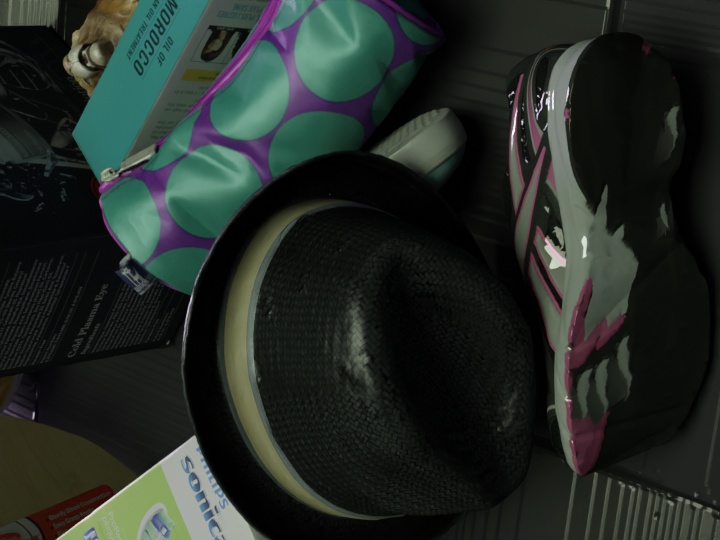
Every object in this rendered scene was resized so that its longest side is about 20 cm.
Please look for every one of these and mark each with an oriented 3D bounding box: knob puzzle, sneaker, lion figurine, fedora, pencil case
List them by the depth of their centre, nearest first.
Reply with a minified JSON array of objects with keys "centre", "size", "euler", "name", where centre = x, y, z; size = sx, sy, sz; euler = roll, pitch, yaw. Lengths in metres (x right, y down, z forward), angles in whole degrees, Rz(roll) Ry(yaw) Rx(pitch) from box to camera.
[{"centre":[0.019,0.046,0.765],"size":[0.092,0.200,0.201],"euler":[6,101,55],"name":"fedora"},{"centre":[0.105,-0.010,0.779],"size":[0.086,0.080,0.201],"euler":[-159,66,-62],"name":"sneaker"},{"centre":[-0.050,-0.076,0.859],"size":[0.200,0.092,0.085],"euler":[-48,21,19],"name":"pencil case"},{"centre":[0.000,0.000,0.877],"size":[0.082,0.074,0.200],"euler":[42,122,-7],"name":"sneaker"},{"centre":[-0.125,-0.199,0.954],"size":[0.122,0.072,0.201],"euler":[-22,68,49],"name":"lion figurine"},{"centre":[-0.181,0.172,0.966],"size":[0.030,0.219,0.220],"euler":[-39,71,39],"name":"knob puzzle"}]

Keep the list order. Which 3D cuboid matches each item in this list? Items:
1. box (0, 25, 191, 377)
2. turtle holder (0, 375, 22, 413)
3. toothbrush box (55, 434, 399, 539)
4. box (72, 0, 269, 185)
[{"centre":[-0.214,-0.043,0.971],"size":[0.200,0.182,0.104],"euler":[45,124,26],"name":"box"},{"centre":[-0.277,0.051,1.059],"size":[0.141,0.186,0.132],"euler":[40,111,-20],"name":"turtle holder"},{"centre":[-0.068,0.146,0.897],"size":[0.200,0.145,0.086],"euler":[-37,72,40],"name":"toothbrush box"},{"centre":[-0.072,-0.128,0.897],"size":[0.049,0.082,0.200],"euler":[56,128,31],"name":"box"}]
